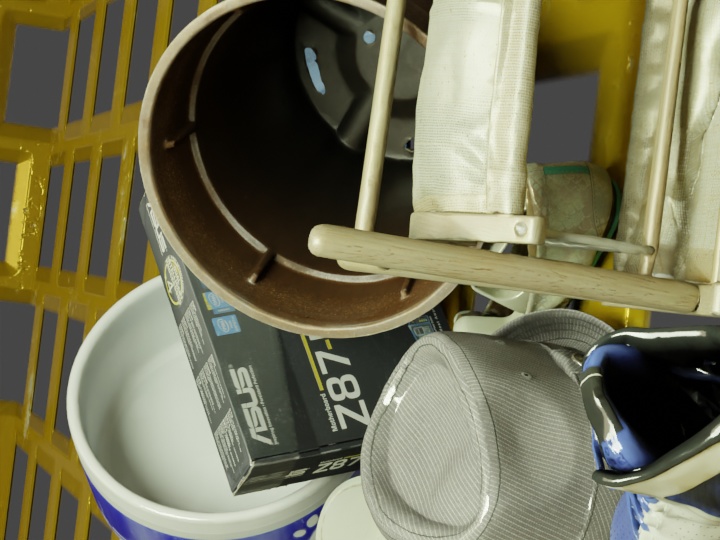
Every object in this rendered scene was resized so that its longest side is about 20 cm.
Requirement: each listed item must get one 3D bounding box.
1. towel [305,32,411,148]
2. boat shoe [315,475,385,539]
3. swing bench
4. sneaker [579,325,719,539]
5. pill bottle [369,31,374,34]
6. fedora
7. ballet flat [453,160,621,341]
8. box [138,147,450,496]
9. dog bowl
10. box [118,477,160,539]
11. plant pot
[{"bbox_3d":[-0.010,-0.145,1.410,0.111,0.048,0.202,-23,62,43],"label":"towel"},{"bbox_3d":[0.055,0.151,1.090,0.199,0.062,0.076,-15,55,49],"label":"boat shoe"},{"bbox_3d":[0.091,-0.089,0.904,0.130,0.198,0.201,19,-100,-83],"label":"swing bench"},{"bbox_3d":[0.132,0.069,0.800,0.200,0.114,0.081,124,149,-56],"label":"sneaker"},{"bbox_3d":[0.019,-0.252,1.296,0.113,0.111,0.201,116,155,-46],"label":"pill bottle"},{"bbox_3d":[0.064,0.100,0.965,0.178,0.090,0.201,-55,34,22],"label":"fedora"},{"bbox_3d":[0.082,0.020,1.068,0.068,0.062,0.201,-106,28,-51],"label":"ballet flat"},{"bbox_3d":[-0.032,0.026,1.183,0.049,0.160,0.202,-56,48,54],"label":"box"},{"bbox_3d":[-0.085,0.095,1.249,0.079,0.198,0.202,84,180,-52],"label":"dog bowl"},{"bbox_3d":[-0.134,0.256,1.317,0.201,0.114,0.133,118,172,-52],"label":"box"},{"bbox_3d":[-0.001,-0.094,1.114,0.198,0.198,0.202,-58,-14,-61],"label":"plant pot"}]
